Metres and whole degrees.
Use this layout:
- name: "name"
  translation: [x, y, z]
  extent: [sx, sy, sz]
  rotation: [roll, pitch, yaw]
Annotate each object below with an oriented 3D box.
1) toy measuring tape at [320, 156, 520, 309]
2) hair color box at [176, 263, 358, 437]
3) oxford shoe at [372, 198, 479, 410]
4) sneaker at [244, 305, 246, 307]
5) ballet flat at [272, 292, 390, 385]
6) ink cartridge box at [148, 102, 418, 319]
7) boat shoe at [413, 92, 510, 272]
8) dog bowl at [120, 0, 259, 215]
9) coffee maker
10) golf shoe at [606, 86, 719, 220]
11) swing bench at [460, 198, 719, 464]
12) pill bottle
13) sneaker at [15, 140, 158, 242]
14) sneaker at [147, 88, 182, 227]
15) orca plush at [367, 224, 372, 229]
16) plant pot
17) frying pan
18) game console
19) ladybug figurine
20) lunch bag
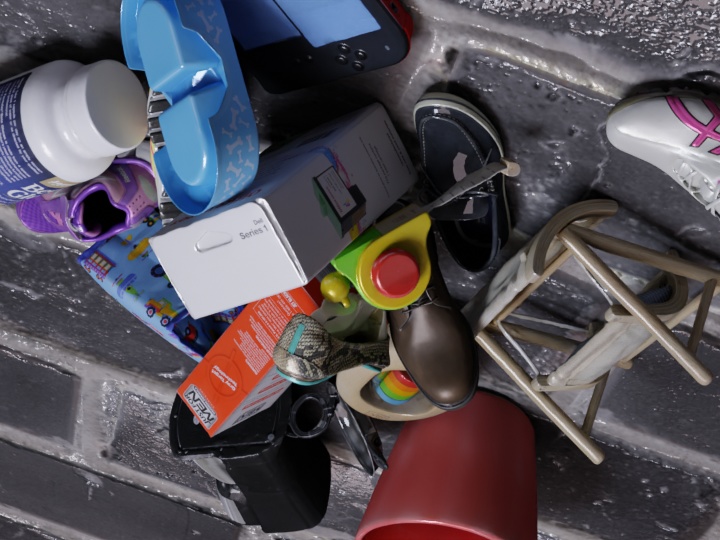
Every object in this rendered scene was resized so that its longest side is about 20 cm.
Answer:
- name: "toy measuring tape"
  translation: [0.057, -0.021, 1.347]
  extent: [0.198, 0.074, 0.074]
  rotation: [-30, 138, -5]
- name: "hair color box"
  translation: [-0.079, 0.064, 1.489]
  extent: [0.061, 0.101, 0.200]
  rotation: [49, 125, 13]
- name: "oxford shoe"
  translation: [0.049, 0.029, 1.411]
  extent: [0.072, 0.202, 0.084]
  rotation: [-23, 163, 8]
- name: "sneaker"
  translation: [-0.089, 0.009, 1.565]
  extent: [0.074, 0.082, 0.201]
  rotation: [-19, 146, -7]
- name: "ballet flat"
  translation: [-0.013, 0.056, 1.395]
  extent: [0.067, 0.076, 0.200]
  rotation: [24, -171, 20]
- name: "ink cartridge box"
  translation: [-0.064, -0.052, 1.371]
  extent: [0.144, 0.200, 0.085]
  rotation: [-17, 107, 40]
- name: "boat shoe"
  translation: [0.090, -0.075, 1.402]
  extent: [0.074, 0.063, 0.201]
  rotation: [4, 141, 22]
- name: "dog bowl"
  translation: [-0.137, -0.148, 1.289]
  extent: [0.049, 0.203, 0.111]
  rotation: [-15, 177, -32]
- name: "coffee maker"
  translation: [-0.099, 0.211, 1.795]
  extent: [0.190, 0.136, 0.201]
  rotation: [16, 154, 28]
- name: "golf shoe"
  translation: [0.291, -0.085, 1.271]
  extent: [0.197, 0.093, 0.073]
  rotation: [16, 147, 6]
- name: "swing bench"
  translation: [0.203, 0.046, 1.461]
  extent: [0.199, 0.131, 0.199]
  rotation: [31, 144, -8]
- name: "pill bottle"
  translation: [-0.291, -0.129, 1.459]
  extent: [0.198, 0.112, 0.111]
  rotation: [-13, 135, 37]
- name: "sneaker"
  translation: [-0.271, -0.065, 1.551]
  extent: [0.198, 0.089, 0.081]
  rotation: [-10, 129, 35]
- name: "sneaker"
  translation: [-0.161, -0.133, 1.429]
  extent: [0.077, 0.091, 0.202]
  rotation: [-1, 126, -16]
- name: "orca plush"
  translation: [0.000, 0.000, 1.566]
  extent: [0.104, 0.072, 0.201]
  rotation: [-23, 156, -20]
- name: "plant pot"
  translation: [0.105, 0.239, 1.711]
  extent: [0.198, 0.179, 0.201]
  rotation: [10, 146, 7]
- name: "frying pan"
  translation: [-0.001, 0.166, 1.723]
  extent: [0.116, 0.031, 0.190]
  rotation: [63, 167, 6]
- name: "game console"
  translation: [-0.067, -0.229, 1.294]
  extent: [0.175, 0.031, 0.200]
  rotation: [-12, 134, 36]
- name: "ladybug figurine"
  translation: [0.047, 0.097, 1.633]
  extent: [0.134, 0.073, 0.200]
  rotation: [19, 151, -18]
- name: "lunch bag"
  translation: [-0.177, 0.047, 1.623]
  extent: [0.150, 0.094, 0.201]
  rotation: [33, 161, 33]
